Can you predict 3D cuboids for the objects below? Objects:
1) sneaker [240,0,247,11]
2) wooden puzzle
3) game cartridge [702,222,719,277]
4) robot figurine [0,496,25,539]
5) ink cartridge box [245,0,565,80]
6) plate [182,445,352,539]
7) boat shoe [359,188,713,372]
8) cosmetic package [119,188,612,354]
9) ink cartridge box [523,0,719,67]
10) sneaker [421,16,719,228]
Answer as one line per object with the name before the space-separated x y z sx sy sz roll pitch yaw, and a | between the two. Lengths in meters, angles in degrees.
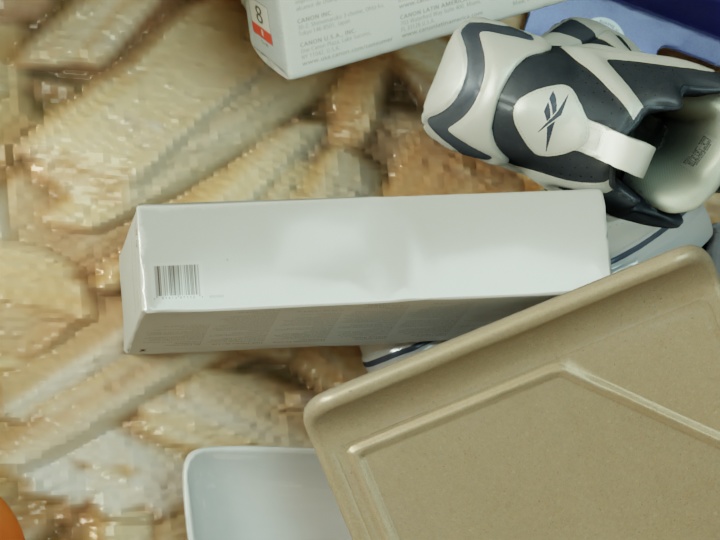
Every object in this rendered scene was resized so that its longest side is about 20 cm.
sneaker | 0.026 -0.178 1.208 0.200 0.082 0.074 -39 98 -33
wooden puzzle | 0.094 0.108 1.106 0.185 0.037 0.200 -22 104 2
game cartridge | 0.184 0.056 1.208 0.133 0.041 0.200 63 14 -6
robot figurine | -0.186 0.154 0.972 0.117 0.143 0.201 29 60 -56
ink cartridge box | 0.020 -0.197 1.128 0.162 0.050 0.201 -18 119 -19
plate | 0.011 0.177 1.138 0.199 0.032 0.201 1 77 -32
boat shoe | 0.080 -0.007 1.202 0.200 0.073 0.067 -27 95 -33
cosmetic package | 0.000 0.000 1.109 0.199 0.083 0.051 -2 74 -12
ink cartridge box | 0.197 -0.170 1.288 0.196 0.043 0.201 18 82 -14
sneaker | 0.125 -0.062 1.172 0.080 0.129 0.199 -66 157 6
